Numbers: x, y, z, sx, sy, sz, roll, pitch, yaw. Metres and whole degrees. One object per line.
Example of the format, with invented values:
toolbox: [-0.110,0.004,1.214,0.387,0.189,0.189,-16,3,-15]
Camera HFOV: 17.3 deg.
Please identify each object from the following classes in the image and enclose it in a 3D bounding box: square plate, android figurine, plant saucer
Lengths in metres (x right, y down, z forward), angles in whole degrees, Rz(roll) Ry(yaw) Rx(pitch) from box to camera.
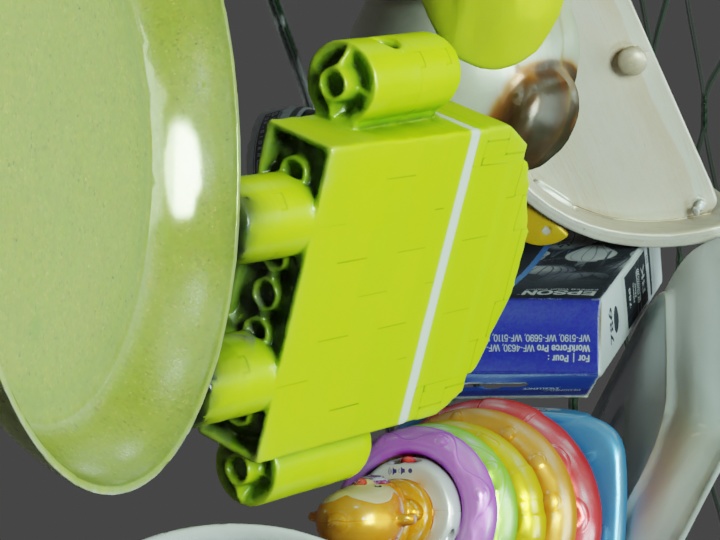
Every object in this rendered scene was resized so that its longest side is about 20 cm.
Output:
square plate: [0.126,0.102,1.132,0.198,0.028,0.200,-77,-169,-62]
android figurine: [0.000,0.000,0.883,0.200,0.041,0.183,-14,123,-53]
plant saucer: [-0.082,-0.037,0.674,0.200,0.031,0.201,-2,90,-73]

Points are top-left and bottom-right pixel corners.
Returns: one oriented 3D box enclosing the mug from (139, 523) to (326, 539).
mug: [-0.015,0.167,0.718,0.200,0.148,0.176,-41,149,-21]

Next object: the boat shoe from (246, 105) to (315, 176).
boat shoe: [0.010,-0.013,1.000,0.200,0.056,0.069,47,45,-64]

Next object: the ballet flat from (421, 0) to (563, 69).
ballet flat: [0.058,-0.177,0.876,0.067,0.067,0.201,138,-39,-82]

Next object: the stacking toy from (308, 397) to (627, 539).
stacking toy: [0.030,0.104,0.990,0.200,0.116,0.110,16,75,-65]

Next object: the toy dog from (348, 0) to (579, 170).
toy dog: [0.042,-0.137,0.987,0.194,0.139,0.201,-48,135,-54]

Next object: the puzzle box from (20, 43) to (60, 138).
puzzle box: [-0.115,-0.061,0.663,0.200,0.025,0.133,-67,150,-52]

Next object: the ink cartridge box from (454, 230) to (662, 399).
ink cartridge box: [0.084,0.016,1.165,0.200,0.099,0.039,-46,132,-67]

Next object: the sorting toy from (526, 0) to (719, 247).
sorting toy: [0.100,-0.114,1.234,0.180,0.107,0.200,-89,154,-69]
